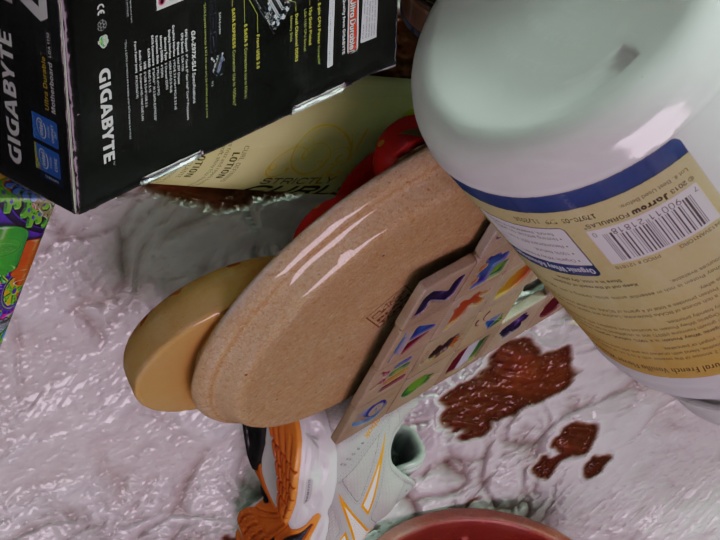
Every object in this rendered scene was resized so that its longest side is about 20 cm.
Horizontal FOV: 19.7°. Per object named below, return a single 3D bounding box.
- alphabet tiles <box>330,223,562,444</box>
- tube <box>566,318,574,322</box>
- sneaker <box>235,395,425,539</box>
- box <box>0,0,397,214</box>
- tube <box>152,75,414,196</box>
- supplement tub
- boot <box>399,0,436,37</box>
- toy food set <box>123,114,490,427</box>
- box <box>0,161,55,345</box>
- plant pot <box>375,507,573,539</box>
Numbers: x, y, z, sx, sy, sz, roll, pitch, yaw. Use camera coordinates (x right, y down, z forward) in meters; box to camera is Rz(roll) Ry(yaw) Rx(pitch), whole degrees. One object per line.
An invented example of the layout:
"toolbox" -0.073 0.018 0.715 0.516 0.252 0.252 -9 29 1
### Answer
"alphabet tiles" 0.076 -0.007 0.957 0.167 0.008 0.200 -28 159 -35
"tube" 0.209 0.026 1.107 0.199 0.052 0.058 4 128 -35
"sneaker" -0.010 0.123 1.076 0.091 0.076 0.201 -17 142 -22
"box" -0.054 -0.138 0.686 0.159 0.049 0.201 -31 134 -39
"tube" -0.033 -0.059 0.873 0.199 0.058 0.052 2 90 -45
"supplement tub" 0.125 -0.041 0.802 0.144 0.145 0.200 -36 130 9
"boot" 0.114 -0.152 0.838 0.199 0.075 0.097 -16 144 -14
"toy food set" 0.000 0.000 0.919 0.200 0.049 0.198 -46 160 19
"box" -0.242 0.001 0.749 0.199 0.122 0.193 -1 136 -31
"plant pot" 0.051 0.275 1.203 0.199 0.202 0.196 -7 145 -26
